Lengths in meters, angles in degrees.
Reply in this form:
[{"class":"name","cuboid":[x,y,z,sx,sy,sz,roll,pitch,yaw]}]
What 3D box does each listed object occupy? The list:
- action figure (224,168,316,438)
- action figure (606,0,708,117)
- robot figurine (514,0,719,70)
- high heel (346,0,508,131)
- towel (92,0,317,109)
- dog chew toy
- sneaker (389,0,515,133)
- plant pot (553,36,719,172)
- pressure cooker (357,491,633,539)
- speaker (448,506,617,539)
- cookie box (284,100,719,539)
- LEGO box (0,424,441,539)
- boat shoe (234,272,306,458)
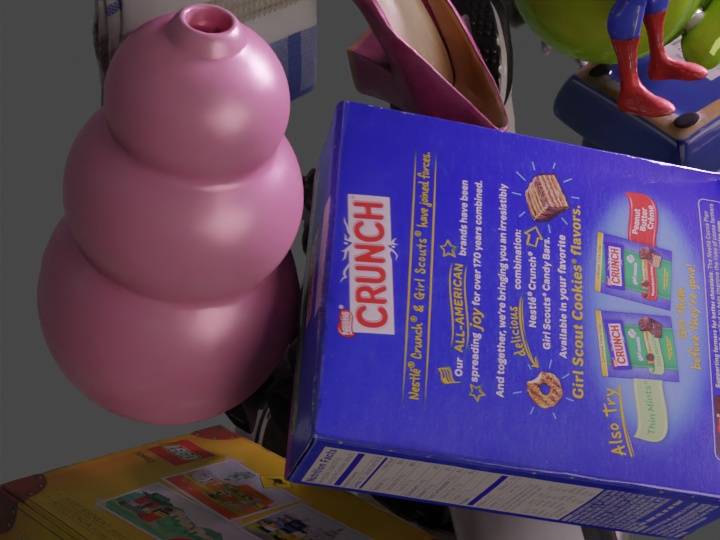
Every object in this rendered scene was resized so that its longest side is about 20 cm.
[{"class":"action figure","cuboid":[0.000,0.000,0.690,0.201,0.129,0.070,-54,144,-22]},{"class":"action figure","cuboid":[0.163,-0.177,0.626,0.065,0.098,0.202,-44,129,-38]},{"class":"robot figurine","cuboid":[0.160,-0.191,0.786,0.116,0.175,0.200,-55,168,28]},{"class":"high heel","cuboid":[0.027,-0.149,0.662,0.068,0.095,0.201,-50,149,-30]},{"class":"towel","cuboid":[-0.075,-0.157,0.617,0.146,0.024,0.202,-32,135,-38]},{"class":"dog chew toy","cuboid":[-0.081,-0.026,0.571,0.124,0.124,0.202,-28,146,-38]},{"class":"sneaker","cuboid":[0.064,-0.077,0.793,0.080,0.073,0.203,-33,132,-53]},{"class":"plant pot","cuboid":[0.257,-0.076,0.869,0.199,0.200,0.181,-31,122,-5]},{"class":"pressure cooker","cuboid":[0.078,0.192,0.794,0.176,0.176,0.203,-70,163,-72]},{"class":"speaker","cuboid":[0.087,0.134,0.637,0.081,0.081,0.202,28,41,-48]},{"class":"cookie box","cuboid":[0.072,0.024,0.601,0.197,0.075,0.173,10,62,-10]},{"class":"LEGO box","cuboid":[-0.065,0.156,0.627,0.148,0.199,0.078,-9,111,-44]},{"class":"boat shoe","cuboid":[-0.017,0.070,0.744,0.072,0.070,0.202,14,95,-49]}]
